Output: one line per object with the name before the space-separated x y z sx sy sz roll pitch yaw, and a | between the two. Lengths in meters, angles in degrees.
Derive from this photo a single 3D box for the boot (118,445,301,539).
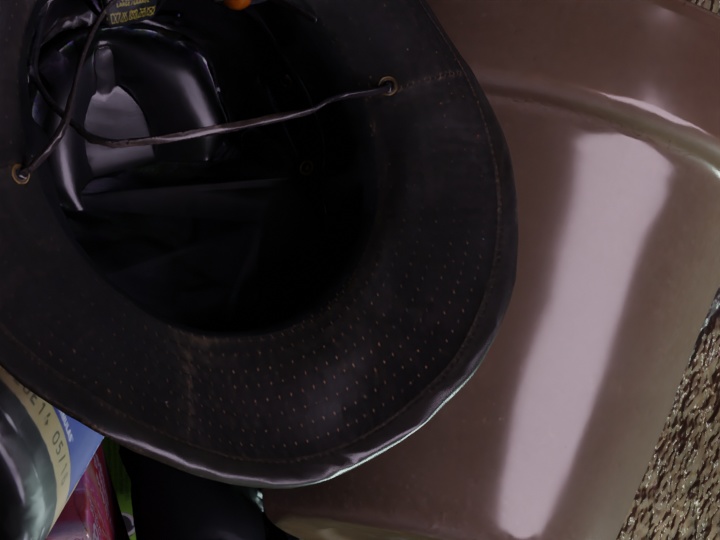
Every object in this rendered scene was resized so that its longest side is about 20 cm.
boot | -0.036 0.137 0.805 0.201 0.076 0.169 71 8 -47

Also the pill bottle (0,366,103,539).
pill bottle | -0.116 0.001 0.706 0.201 0.111 0.113 -63 147 -48

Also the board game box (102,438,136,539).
board game box | -0.006 0.100 0.883 0.030 0.198 0.096 -95 -175 -70

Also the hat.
hat | -0.056 -0.028 0.626 0.199 0.081 0.202 10 67 -25

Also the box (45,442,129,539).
box | -0.123 0.151 0.773 0.102 0.095 0.201 -11 121 -2

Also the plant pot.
plant pot | 0.036 0.009 0.731 0.200 0.199 0.176 30 68 -52
